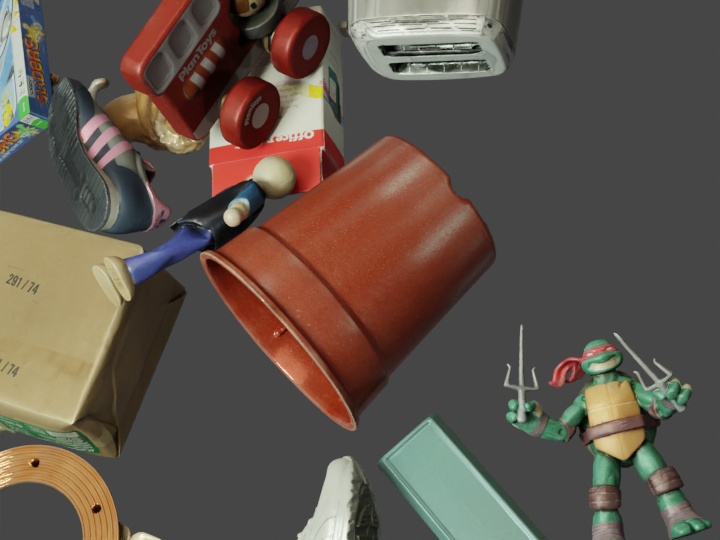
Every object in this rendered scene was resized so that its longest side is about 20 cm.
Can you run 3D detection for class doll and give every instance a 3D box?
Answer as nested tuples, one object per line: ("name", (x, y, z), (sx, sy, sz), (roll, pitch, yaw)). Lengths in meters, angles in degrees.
("doll", (-0.136, -0.039, 1.470), (0.200, 0.136, 0.049), (-34, 95, -24))

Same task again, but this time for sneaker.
("sneaker", (-0.244, -0.106, 1.598), (0.070, 0.082, 0.200), (-56, 44, 34))
("sneaker", (-0.042, 0.251, 1.398), (0.099, 0.078, 0.200), (-1, 65, 23))

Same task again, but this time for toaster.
("toaster", (0.078, -0.257, 1.569), (0.200, 0.114, 0.129), (1, 71, 17))

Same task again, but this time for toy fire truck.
("toy fire truck", (-0.125, -0.218, 1.507), (0.112, 0.168, 0.200), (28, 77, 25))

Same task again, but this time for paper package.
("paper package", (-0.293, 0.057, 1.558), (0.200, 0.103, 0.191), (13, 72, 23))

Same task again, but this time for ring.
("ring", (-0.307, 0.256, 1.504), (0.200, 0.019, 0.201), (-7, 64, 15))

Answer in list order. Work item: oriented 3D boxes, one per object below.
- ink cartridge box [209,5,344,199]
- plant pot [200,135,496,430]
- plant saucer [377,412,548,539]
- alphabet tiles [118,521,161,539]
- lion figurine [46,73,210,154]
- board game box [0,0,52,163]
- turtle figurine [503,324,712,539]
("ink cartridge box", (-0.079, -0.145, 1.596), (0.116, 0.067, 0.200), (-8, 64, 16))
("plant pot", (0.000, 0.000, 1.441), (0.195, 0.201, 0.201), (-41, 60, -12))
("plant saucer", (0.095, 0.208, 1.402), (0.070, 0.019, 0.200), (-41, 61, -2))
("alphabet tiles", (-0.222, 0.324, 1.460), (0.200, 0.015, 0.196), (16, 72, 25))
("lion figurine", (-0.237, -0.153, 1.664), (0.200, 0.072, 0.123), (-18, 69, 27))
("board game box", (-0.379, -0.208, 1.720), (0.135, 0.034, 0.200), (-32, 56, 32))
("turtle figurine", (0.208, 0.126, 1.354), (0.149, 0.101, 0.200), (-22, 76, 25))
